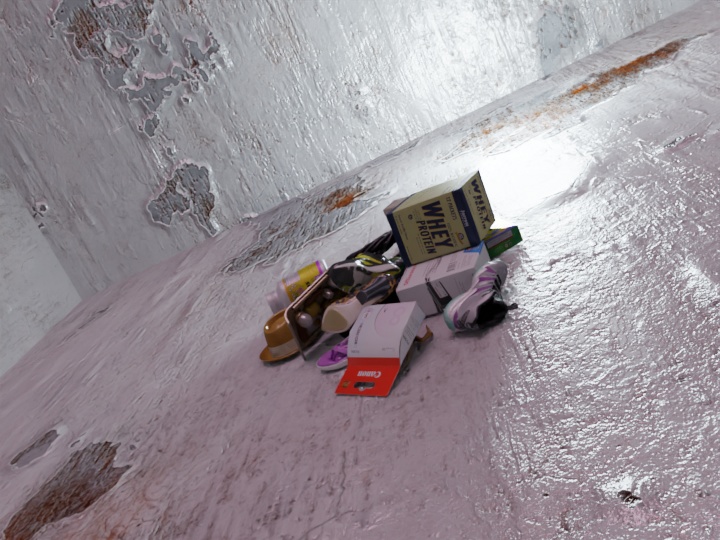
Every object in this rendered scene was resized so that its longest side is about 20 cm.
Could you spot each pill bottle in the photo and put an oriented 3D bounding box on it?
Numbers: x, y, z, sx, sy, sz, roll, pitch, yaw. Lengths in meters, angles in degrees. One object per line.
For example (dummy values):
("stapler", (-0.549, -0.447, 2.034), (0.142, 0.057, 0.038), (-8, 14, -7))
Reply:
("pill bottle", (-0.172, 0.056, 2.055), (0.196, 0.106, 0.104), (-28, 17, 1))

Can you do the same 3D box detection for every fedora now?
("fedora", (-0.189, 0.153, 1.839), (0.196, 0.083, 0.201), (-24, 18, 8))

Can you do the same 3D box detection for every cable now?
("cable", (0.043, -0.055, 1.808), (0.197, 0.052, 0.163), (-32, 1, -18))

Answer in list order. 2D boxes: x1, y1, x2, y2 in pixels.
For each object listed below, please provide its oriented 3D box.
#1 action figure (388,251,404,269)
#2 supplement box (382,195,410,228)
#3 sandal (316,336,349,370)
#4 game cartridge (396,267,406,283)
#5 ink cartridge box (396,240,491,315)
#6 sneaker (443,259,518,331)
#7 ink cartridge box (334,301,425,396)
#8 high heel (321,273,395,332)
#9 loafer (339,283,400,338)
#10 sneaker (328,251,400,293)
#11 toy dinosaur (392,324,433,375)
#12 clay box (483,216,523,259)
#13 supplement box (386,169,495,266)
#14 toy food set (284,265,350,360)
("action figure", (0.055, 0.007, 1.844), (0.116, 0.056, 0.199), (-12, 19, 47))
("supplement box", (0.177, -0.156, 2.092), (0.197, 0.128, 0.073), (-9, 24, 44))
("sandal", (-0.013, 0.167, 1.590), (0.198, 0.051, 0.083), (-20, 19, 18))
("game cartridge", (0.063, 0.024, 1.915), (0.127, 0.039, 0.201), (-26, 17, 21))
("ink cartridge box", (0.195, 0.023, 1.628), (0.196, 0.086, 0.145), (-18, 18, 26))
("sneaker", (0.274, 0.056, 1.451), (0.200, 0.079, 0.138), (-47, 26, -24))
("ink cartridge box", (0.030, 0.157, 1.464), (0.160, 0.058, 0.202), (-8, 38, 46))
("high heel", (-0.002, 0.079, 1.658), (0.141, 0.072, 0.199), (-28, -8, -48))
("loafer", (0.025, 0.082, 1.705), (0.196, 0.074, 0.072), (-28, 39, 0))
("sneaker", (0.000, 0.000, 1.686), (0.196, 0.076, 0.085), (3, 33, -37))
("toy dinosaur", (0.099, 0.149, 1.501), (0.105, 0.061, 0.201), (-37, 29, 7))
("clay box", (0.320, -0.087, 1.817), (0.113, 0.048, 0.200), (-29, 18, -5))
("supplement box", (0.199, -0.128, 1.724), (0.196, 0.137, 0.200), (-17, 12, 28))
("toy food set", (-0.089, 0.101, 1.706), (0.060, 0.145, 0.200), (30, 63, 36))
